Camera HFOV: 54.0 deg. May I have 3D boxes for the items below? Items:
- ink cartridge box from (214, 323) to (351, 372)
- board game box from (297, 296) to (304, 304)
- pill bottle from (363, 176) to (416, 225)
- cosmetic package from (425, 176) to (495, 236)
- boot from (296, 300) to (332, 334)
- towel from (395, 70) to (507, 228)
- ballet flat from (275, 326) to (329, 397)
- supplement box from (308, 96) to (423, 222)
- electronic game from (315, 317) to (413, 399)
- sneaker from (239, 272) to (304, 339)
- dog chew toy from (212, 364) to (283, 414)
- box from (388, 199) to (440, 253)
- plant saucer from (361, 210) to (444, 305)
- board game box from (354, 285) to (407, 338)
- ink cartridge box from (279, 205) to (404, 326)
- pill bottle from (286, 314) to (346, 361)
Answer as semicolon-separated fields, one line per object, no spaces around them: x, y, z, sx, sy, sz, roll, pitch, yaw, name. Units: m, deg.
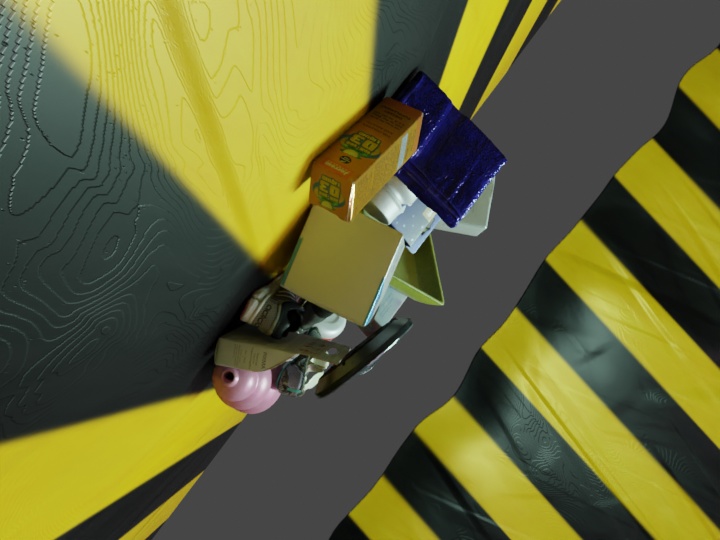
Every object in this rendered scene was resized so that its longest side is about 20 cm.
-0.122;0.138;1.164;0.160;0.194;0.049;-25;127;-81;ink cartridge box
-0.098;0.007;1.376;0.153;0.046;0.200;-54;176;31;board game box
0.072;-0.182;1.141;0.201;0.113;0.113;-52;177;-6;pill bottle
0.186;-0.181;1.556;0.166;0.194;0.172;56;45;-86;cosmetic package
-0.083;0.063;1.388;0.130;0.068;0.200;-40;-176;31;boot
0.117;-0.181;1.069;0.149;0.199;0.049;-51;-165;-5;towel
-0.096;0.176;1.335;0.073;0.071;0.201;-53;-178;29;ballet flat
0.010;-0.151;0.930;0.201;0.065;0.070;-51;160;-40;supplement box
0.006;0.143;1.153;0.198;0.042;0.200;-38;178;-1;electronic game
-0.130;0.065;1.179;0.074;0.087;0.200;-52;177;16;sneaker
-0.208;0.192;1.263;0.125;0.124;0.200;-51;168;-4;dog chew toy
0.084;-0.133;1.290;0.122;0.200;0.032;-51;-146;-8;box
0.064;-0.036;1.350;0.048;0.197;0.203;-39;-142;31;plant saucer
0.000;0.000;1.318;0.043;0.200;0.200;-40;-178;32;board game box
-0.021;-0.011;1.118;0.200;0.143;0.150;33;81;-85;ink cartridge box
-0.124;0.127;1.556;0.199;0.113;0.113;-38;-173;44;pill bottle
